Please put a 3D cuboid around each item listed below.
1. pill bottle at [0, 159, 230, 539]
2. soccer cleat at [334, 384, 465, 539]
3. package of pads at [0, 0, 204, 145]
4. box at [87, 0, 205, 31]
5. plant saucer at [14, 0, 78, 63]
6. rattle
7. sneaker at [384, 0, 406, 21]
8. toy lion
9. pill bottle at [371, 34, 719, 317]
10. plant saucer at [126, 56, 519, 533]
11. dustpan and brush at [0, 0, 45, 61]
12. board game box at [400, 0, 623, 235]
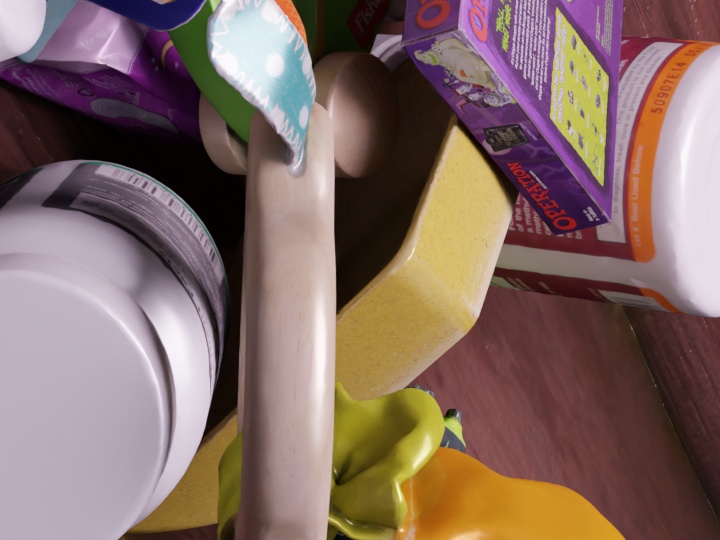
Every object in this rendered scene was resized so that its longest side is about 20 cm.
[{"bbox_3d":[-0.104,0.030,0.841,0.200,0.112,0.114,-85,176,-81],"label":"pill bottle"},{"bbox_3d":[0.005,0.097,1.082,0.081,0.067,0.200,-61,166,-15],"label":"soccer cleat"},{"bbox_3d":[-0.071,-0.155,0.957,0.120,0.075,0.202,23,78,-55],"label":"package of pads"},{"bbox_3d":[-0.086,-0.175,0.775,0.041,0.119,0.201,-20,125,-45],"label":"box"},{"bbox_3d":[-0.088,-0.161,0.842,0.200,0.070,0.019,-49,-178,26],"label":"plant saucer"},{"bbox_3d":[0.017,0.002,0.776,0.130,0.142,0.202,-20,115,-76],"label":"rattle"},{"bbox_3d":[0.018,-0.197,1.075,0.071,0.075,0.201,-52,136,-35],"label":"sneaker"},{"bbox_3d":[-0.021,-0.163,0.913,0.192,0.068,0.201,57,50,-40],"label":"toy lion"},{"bbox_3d":[0.078,-0.048,1.083,0.114,0.199,0.115,-17,111,-53],"label":"pill bottle"},{"bbox_3d":[0.000,0.000,0.957,0.048,0.200,0.201,37,40,-12],"label":"plant saucer"},{"bbox_3d":[-0.127,-0.094,0.765,0.200,0.057,0.140,75,5,-61],"label":"dustpan and brush"},{"bbox_3d":[0.062,-0.128,0.928,0.120,0.032,0.201,52,36,-45],"label":"board game box"}]
